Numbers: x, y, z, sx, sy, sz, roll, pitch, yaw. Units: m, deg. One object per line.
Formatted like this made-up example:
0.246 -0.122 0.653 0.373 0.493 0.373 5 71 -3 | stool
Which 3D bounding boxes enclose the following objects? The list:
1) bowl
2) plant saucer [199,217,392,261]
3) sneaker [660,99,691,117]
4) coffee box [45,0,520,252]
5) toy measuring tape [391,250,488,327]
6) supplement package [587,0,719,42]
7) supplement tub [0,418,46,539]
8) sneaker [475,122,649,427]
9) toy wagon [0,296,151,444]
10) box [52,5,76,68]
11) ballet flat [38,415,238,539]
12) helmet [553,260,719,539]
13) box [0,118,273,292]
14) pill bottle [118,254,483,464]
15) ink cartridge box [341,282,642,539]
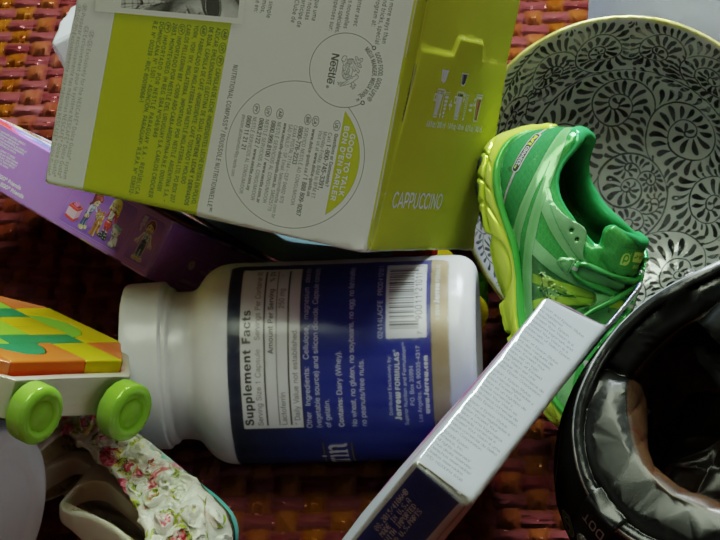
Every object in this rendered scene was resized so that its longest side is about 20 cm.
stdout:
0.155 -0.050 1.786 0.200 0.201 0.094 -3 1 -2 | bowl
-0.052 -0.027 1.788 0.070 0.019 0.200 6 9 -25 | plant saucer
0.229 -0.117 1.837 0.200 0.115 0.075 23 57 -12 | sneaker
-0.034 -0.123 1.664 0.197 0.200 0.200 12 5 18 | coffee box
0.000 0.000 1.790 0.074 0.074 0.200 -28 35 -31 | toy measuring tape
0.216 -0.195 1.928 0.120 0.200 0.121 9 37 13 | supplement package
-0.280 0.106 1.605 0.200 0.123 0.123 22 42 28 | supplement tub
0.124 0.011 1.674 0.083 0.200 0.074 -19 -6 26 | sneaker
-0.212 0.047 1.567 0.155 0.040 0.200 23 12 35 | toy wagon
-0.082 -0.158 1.891 0.200 0.098 0.124 -25 14 7 | box
-0.149 0.112 1.634 0.064 0.076 0.200 -29 42 -31 | ballet flat
0.199 0.096 1.543 0.200 0.191 0.200 -4 74 14 | helmet
-0.150 -0.035 1.796 0.200 0.039 0.137 29 2 35 | box
-0.032 0.051 1.673 0.200 0.116 0.116 -2 36 5 | pill bottle
0.047 0.103 1.542 0.043 0.196 0.200 38 45 3 | ink cartridge box
